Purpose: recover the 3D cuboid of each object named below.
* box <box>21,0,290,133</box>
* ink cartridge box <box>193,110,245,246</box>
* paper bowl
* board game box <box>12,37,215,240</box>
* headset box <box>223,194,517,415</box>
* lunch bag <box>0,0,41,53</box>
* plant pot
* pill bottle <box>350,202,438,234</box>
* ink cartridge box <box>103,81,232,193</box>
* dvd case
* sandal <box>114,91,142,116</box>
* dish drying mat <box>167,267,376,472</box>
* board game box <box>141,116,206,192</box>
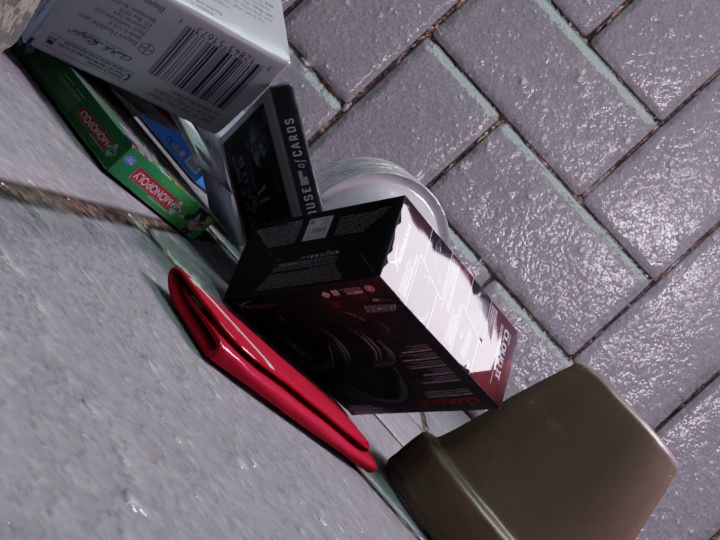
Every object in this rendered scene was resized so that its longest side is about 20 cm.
[{"bbox_3d":[-0.169,-0.245,0.835,0.183,0.105,0.201,23,43,-38],"label":"box"},{"bbox_3d":[-0.175,-0.146,1.122,0.200,0.047,0.161,46,-25,35],"label":"ink cartridge box"},{"bbox_3d":[0.006,-0.018,1.130,0.201,0.201,0.104,47,1,-32],"label":"paper bowl"},{"bbox_3d":[-0.209,-0.122,0.833,0.200,0.029,0.135,48,0,29],"label":"board game box"},{"bbox_3d":[0.018,0.041,0.786,0.148,0.077,0.200,-7,-41,36],"label":"headset box"},{"bbox_3d":[-0.236,-0.215,0.502,0.167,0.140,0.200,31,3,-7],"label":"lunch bag"},{"bbox_3d":[0.147,0.169,0.800,0.200,0.175,0.200,47,1,-1],"label":"plant pot"},{"bbox_3d":[0.000,0.000,0.948,0.120,0.120,0.200,48,-19,-9],"label":"pill bottle"},{"bbox_3d":[-0.199,-0.155,0.925,0.201,0.050,0.162,60,1,6],"label":"ink cartridge box"},{"bbox_3d":[-0.079,-0.069,0.911,0.200,0.025,0.151,163,-88,-69],"label":"dvd case"},{"bbox_3d":[-0.212,-0.206,1.053,0.202,0.050,0.083,6,-65,46],"label":"sandal"},{"bbox_3d":[-0.050,0.068,0.642,0.077,0.018,0.200,48,1,40],"label":"dish drying mat"},{"bbox_3d":[-0.220,-0.169,1.378,0.200,0.056,0.196,49,1,22],"label":"board game box"}]
